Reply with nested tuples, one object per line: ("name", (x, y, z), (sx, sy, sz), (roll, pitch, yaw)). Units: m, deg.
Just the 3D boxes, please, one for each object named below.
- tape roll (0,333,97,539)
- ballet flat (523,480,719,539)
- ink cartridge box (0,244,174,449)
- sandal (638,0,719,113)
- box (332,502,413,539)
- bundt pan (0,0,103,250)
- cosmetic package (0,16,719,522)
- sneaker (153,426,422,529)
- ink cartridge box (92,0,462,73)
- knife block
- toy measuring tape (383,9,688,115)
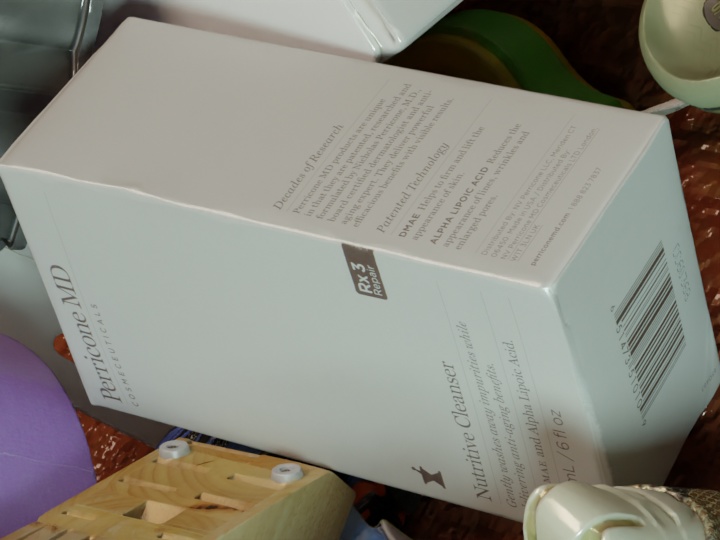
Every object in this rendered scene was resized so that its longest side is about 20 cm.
("tape roll", (-0.168, 0.113, 1.002), (0.200, 0.066, 0.201), (-20, 64, 48))
("ballet flat", (0.041, 0.103, 0.808), (0.200, 0.075, 0.068), (-33, 37, -19))
("ink cartridge box", (-0.055, -0.042, 1.080), (0.067, 0.117, 0.200), (-20, 47, 55))
("sandal", (0.142, -0.127, 0.826), (0.201, 0.057, 0.080), (-51, 38, 18))
("box", (0.009, 0.164, 0.891), (0.122, 0.048, 0.200), (-51, 34, 6))
("bundt pan", (-0.155, -0.106, 1.020), (0.202, 0.076, 0.203), (-179, 90, -65))
("cosmetic package", (0.000, 0.000, 0.915), (0.200, 0.113, 0.081), (10, 47, 31))
("sneaker", (-0.058, 0.099, 1.022), (0.200, 0.075, 0.078), (-40, 27, 8))
("ink cartridge box", (0.010, -0.130, 1.013), (0.200, 0.084, 0.146), (-41, 8, -37))
("knife block", (-0.078, 0.165, 0.905), (0.064, 0.176, 0.200), (10, 25, 36))
("toy measuring tape", (0.064, -0.068, 0.995), (0.200, 0.073, 0.074), (-28, 42, 38))
